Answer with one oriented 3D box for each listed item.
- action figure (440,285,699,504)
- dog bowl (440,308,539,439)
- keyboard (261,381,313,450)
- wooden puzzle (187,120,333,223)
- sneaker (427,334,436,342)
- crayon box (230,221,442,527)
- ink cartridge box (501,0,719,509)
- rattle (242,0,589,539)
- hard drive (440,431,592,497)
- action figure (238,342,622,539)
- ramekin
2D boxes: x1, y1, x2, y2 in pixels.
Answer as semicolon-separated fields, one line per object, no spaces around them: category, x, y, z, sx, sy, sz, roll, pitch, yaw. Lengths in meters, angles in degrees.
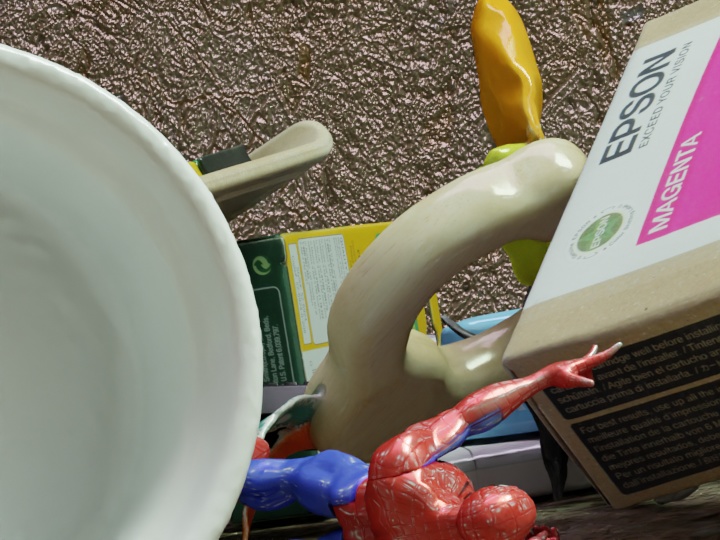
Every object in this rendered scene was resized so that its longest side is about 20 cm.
action figure;0.128;0.031;1.082;0.200;0.119;0.102;-3;-4;8
dog bowl;0.090;0.040;1.235;0.111;0.050;0.200;-9;-1;8
keyboard;-0.071;0.049;1.147;0.200;0.040;0.104;-3;-16;8
wooden puzzle;-0.121;-0.003;1.178;0.185;0.037;0.200;-32;0;27
sneaker;-0.014;0.072;1.422;0.200;0.082;0.088;1;-7;-35
crayon box;-0.013;0.044;1.299;0.051;0.126;0.200;-9;0;20
ink cartridge box;0.153;-0.030;0.918;0.165;0.075;0.200;-21;30;36
rattle;0.000;0.000;1.033;0.200;0.143;0.130;-38;-18;14
hard drive;0.121;0.074;1.202;0.200;0.027;0.132;-9;0;-6
action figure;0.023;0.071;0.885;0.099;0.065;0.200;-19;4;-22
ramekin;-0.138;0.036;0.851;0.200;0.201;0.098;-9;-7;-18
